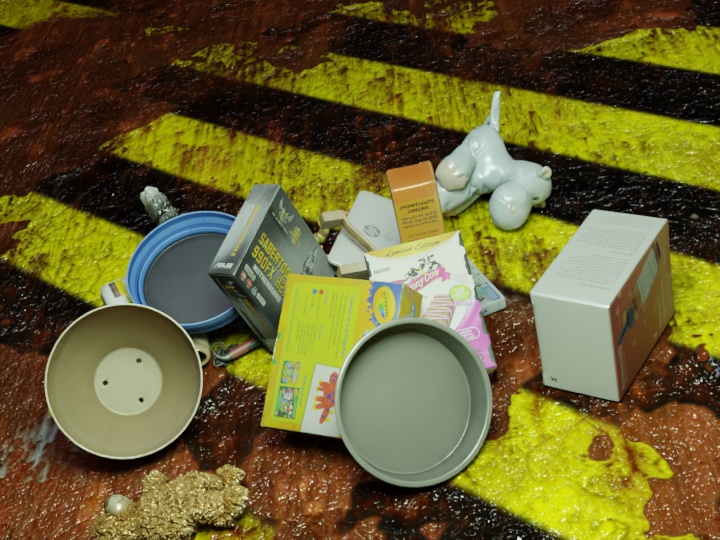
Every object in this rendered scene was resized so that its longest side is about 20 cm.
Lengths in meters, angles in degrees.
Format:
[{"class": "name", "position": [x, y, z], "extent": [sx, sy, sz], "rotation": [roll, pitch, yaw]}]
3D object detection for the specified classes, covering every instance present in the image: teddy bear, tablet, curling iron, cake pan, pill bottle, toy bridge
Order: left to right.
[{"class": "teddy bear", "position": [-0.230, 0.283, 1.429], "extent": [0.200, 0.067, 0.145], "rotation": [-9, 30, 8]}, {"class": "pill bottle", "position": [-0.282, 0.037, 1.791], "extent": [0.200, 0.109, 0.109], "rotation": [-24, 33, -14]}, {"class": "curling iron", "position": [-0.134, 0.085, 1.736], "extent": [0.200, 0.026, 0.050], "rotation": [-29, 33, -23]}, {"class": "toy bridge", "position": [0.000, 0.000, 1.698], "extent": [0.067, 0.027, 0.200], "rotation": [-10, 61, -19]}, {"class": "tablet", "position": [0.035, -0.047, 1.794], "extent": [0.130, 0.014, 0.200], "rotation": [22, 37, 1]}, {"class": "cake pan", "position": [0.060, 0.157, 1.416], "extent": [0.200, 0.200, 0.037], "rotation": [-26, 2, -19]}]

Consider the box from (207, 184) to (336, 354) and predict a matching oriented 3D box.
[{"class": "box", "position": [-0.118, 0.003, 1.659], "extent": [0.048, 0.200, 0.159], "rotation": [5, 55, 32]}]

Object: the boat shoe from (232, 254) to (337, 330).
[{"class": "boat shoe", "position": [-0.112, 0.035, 1.786], "extent": [0.200, 0.073, 0.063], "rotation": [-21, 67, -23]}]

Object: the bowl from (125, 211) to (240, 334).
[{"class": "bowl", "position": [-0.236, 0.004, 1.709], "extent": [0.200, 0.039, 0.201], "rotation": [-5, 55, 7]}]

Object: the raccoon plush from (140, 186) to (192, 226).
[{"class": "raccoon plush", "position": [-0.242, -0.081, 1.907], "extent": [0.134, 0.200, 0.097], "rotation": [-34, 4, -30]}]

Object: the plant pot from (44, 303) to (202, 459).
[{"class": "plant pot", "position": [-0.314, 0.149, 1.587], "extent": [0.200, 0.201, 0.134], "rotation": [-21, -3, -11]}]

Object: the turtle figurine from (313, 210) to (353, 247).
[{"class": "turtle figurine", "position": [-0.107, -0.033, 1.835], "extent": [0.200, 0.064, 0.161], "rotation": [-32, 13, -32]}]

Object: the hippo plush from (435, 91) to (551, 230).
[{"class": "hippo plush", "position": [0.218, -0.137, 1.874], "extent": [0.161, 0.159, 0.200], "rotation": [33, 65, 12]}]

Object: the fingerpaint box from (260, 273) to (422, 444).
[{"class": "fingerpaint box", "position": [-0.022, 0.113, 1.500], "extent": [0.167, 0.073, 0.200], "rotation": [4, 79, 25]}]

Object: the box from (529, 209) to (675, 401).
[{"class": "box", "position": [0.313, 0.041, 1.511], "extent": [0.106, 0.152, 0.200], "rotation": [10, 40, 32]}]

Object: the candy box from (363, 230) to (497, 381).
[{"class": "candy box", "position": [0.091, 0.060, 1.562], "extent": [0.136, 0.061, 0.200], "rotation": [-14, 66, 0]}]

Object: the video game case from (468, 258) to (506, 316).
[{"class": "video game case", "position": [0.090, 0.032, 1.735], "extent": [0.182, 0.022, 0.200], "rotation": [-21, 33, -10]}]

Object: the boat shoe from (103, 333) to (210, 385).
[{"class": "boat shoe", "position": [-0.314, 0.129, 1.696], "extent": [0.200, 0.071, 0.065], "rotation": [-16, 31, -6]}]

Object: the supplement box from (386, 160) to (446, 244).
[{"class": "supplement box", "position": [0.087, -0.047, 1.649], "extent": [0.066, 0.200, 0.069], "rotation": [-13, 34, 2]}]
